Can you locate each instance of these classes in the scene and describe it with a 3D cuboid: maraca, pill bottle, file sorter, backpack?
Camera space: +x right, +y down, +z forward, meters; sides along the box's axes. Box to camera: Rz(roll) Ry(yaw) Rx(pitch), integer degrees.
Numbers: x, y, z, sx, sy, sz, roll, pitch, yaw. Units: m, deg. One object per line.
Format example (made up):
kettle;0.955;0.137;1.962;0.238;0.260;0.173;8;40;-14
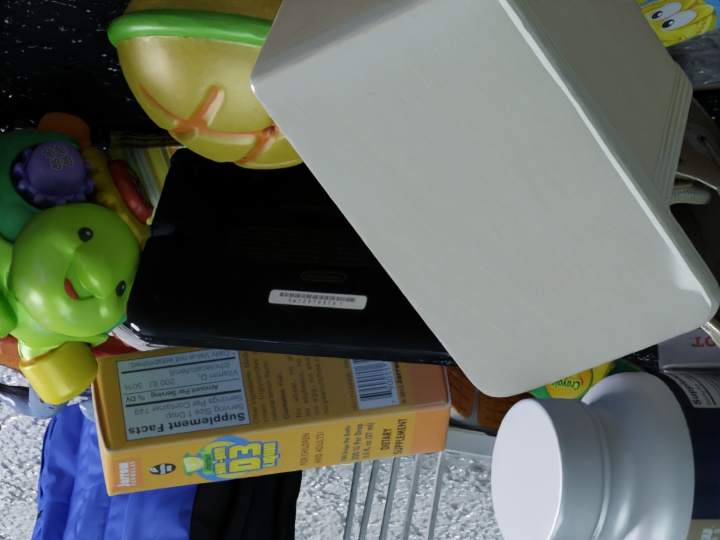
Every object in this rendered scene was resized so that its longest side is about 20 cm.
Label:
maraca;-0.039;-0.102;1.197;0.136;0.108;0.199;8;176;36
pill bottle;0.174;0.110;1.255;0.198;0.112;0.111;2;149;-23
file sorter;0.075;0.166;1.522;0.138;0.126;0.200;11;176;-15
backpack;-0.125;0.180;1.549;0.167;0.201;0.163;-15;145;23

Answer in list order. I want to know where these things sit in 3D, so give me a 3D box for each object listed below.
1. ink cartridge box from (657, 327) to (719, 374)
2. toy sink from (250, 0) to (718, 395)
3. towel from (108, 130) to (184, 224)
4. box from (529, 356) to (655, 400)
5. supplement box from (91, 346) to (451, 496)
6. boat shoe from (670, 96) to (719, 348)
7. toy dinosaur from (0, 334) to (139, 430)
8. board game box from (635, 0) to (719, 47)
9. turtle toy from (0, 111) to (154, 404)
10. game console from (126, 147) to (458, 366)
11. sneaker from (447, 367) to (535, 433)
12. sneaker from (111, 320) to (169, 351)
ink cartridge box;0.225;0.025;1.343;0.115;0.068;0.200;-3;177;8
toy sink;0.068;-0.065;1.079;0.130;0.112;0.200;-22;119;31
towel;-0.037;-0.058;1.347;0.198;0.018;0.086;-4;151;7
box;0.133;0.064;1.399;0.117;0.049;0.200;27;-176;-26
supplement box;-0.051;0.076;1.356;0.198;0.069;0.067;-6;151;-6
boat shoe;0.157;-0.039;1.212;0.072;0.201;0.065;-36;161;14
toy dinosaur;-0.159;0.070;1.421;0.180;0.106;0.199;1;172;35
board game box;0.085;-0.172;1.126;0.195;0.056;0.200;-19;143;28
turtle toy;-0.161;-0.013;1.272;0.101;0.200;0.146;-30;108;7
game console;0.000;0.000;1.245;0.198;0.177;0.117;3;142;14
sneaker;0.023;0.056;1.488;0.199;0.076;0.092;19;160;-26
sneaker;-0.054;0.000;1.367;0.198;0.078;0.082;-11;170;4
